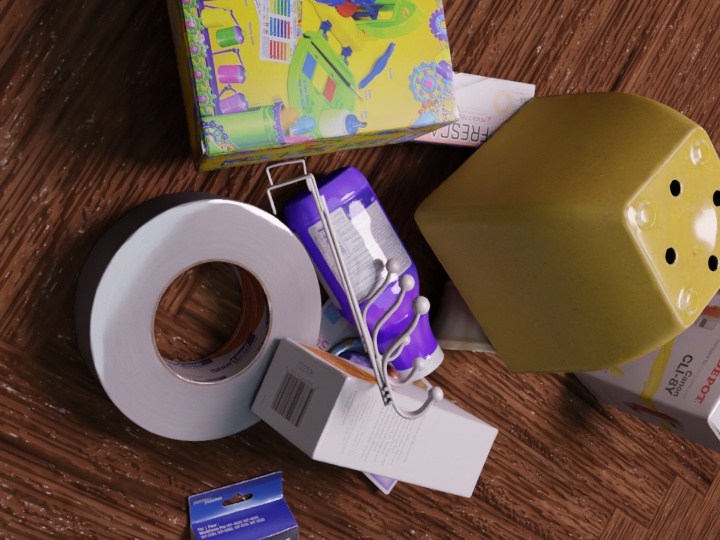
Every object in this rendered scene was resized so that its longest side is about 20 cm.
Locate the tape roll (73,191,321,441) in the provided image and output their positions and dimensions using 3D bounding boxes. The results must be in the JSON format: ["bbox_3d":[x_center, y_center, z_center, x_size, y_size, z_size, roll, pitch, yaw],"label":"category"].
[{"bbox_3d":[-0.135,0.037,0.692,0.198,0.066,0.203,-7,104,-30],"label":"tape roll"}]

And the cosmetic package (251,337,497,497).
[{"bbox_3d":[0.017,0.131,0.716,0.199,0.101,0.072,26,88,-41],"label":"cosmetic package"}]

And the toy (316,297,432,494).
[{"bbox_3d":[0.012,0.126,0.809,0.115,0.047,0.200,-49,120,-15],"label":"toy"}]

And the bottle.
[{"bbox_3d":[0.010,0.007,0.752,0.083,0.065,0.201,-35,104,-15],"label":"bottle"}]

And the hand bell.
[{"bbox_3d":[0.115,-0.019,0.831,0.103,0.104,0.203,7,85,-32],"label":"hand bell"}]

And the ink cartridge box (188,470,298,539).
[{"bbox_3d":[-0.107,0.301,0.780,0.098,0.039,0.203,-10,104,-28],"label":"ink cartridge box"}]

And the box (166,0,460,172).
[{"bbox_3d":[-0.045,-0.192,0.620,0.190,0.122,0.203,-9,93,-14],"label":"box"}]

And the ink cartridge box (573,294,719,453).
[{"bbox_3d":[0.360,0.099,0.922,0.083,0.199,0.146,43,78,-30],"label":"ink cartridge box"}]

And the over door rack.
[{"bbox_3d":[0.000,0.000,0.637,0.066,0.148,0.201,-30,103,0],"label":"over door rack"}]

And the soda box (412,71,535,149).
[{"bbox_3d":[0.070,-0.155,0.777,0.198,0.063,0.069,0,100,-32],"label":"soda box"}]

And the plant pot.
[{"bbox_3d":[0.206,-0.034,0.706,0.195,0.199,0.195,-43,110,-22],"label":"plant pot"}]
